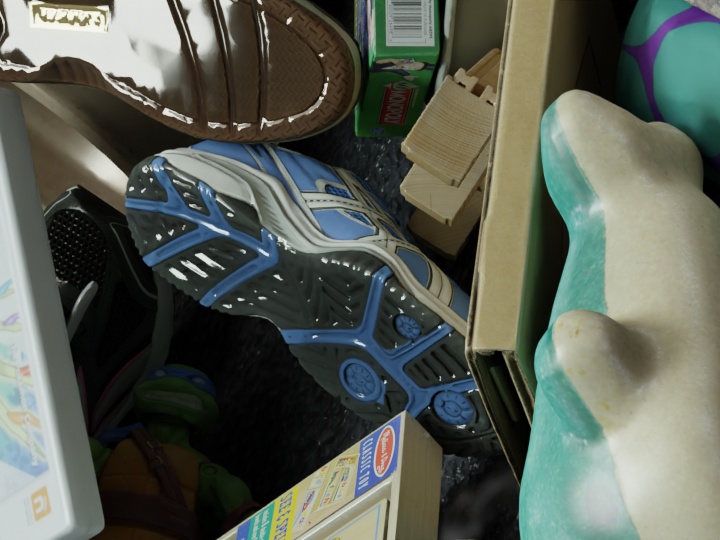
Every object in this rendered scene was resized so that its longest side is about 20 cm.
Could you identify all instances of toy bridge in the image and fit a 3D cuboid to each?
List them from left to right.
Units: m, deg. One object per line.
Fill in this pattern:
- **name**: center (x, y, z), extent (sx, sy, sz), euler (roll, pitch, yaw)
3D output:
- **toy bridge**: center (0.044, -0.051, 1.024), extent (0.067, 0.027, 0.200), euler (-57, -6, -6)

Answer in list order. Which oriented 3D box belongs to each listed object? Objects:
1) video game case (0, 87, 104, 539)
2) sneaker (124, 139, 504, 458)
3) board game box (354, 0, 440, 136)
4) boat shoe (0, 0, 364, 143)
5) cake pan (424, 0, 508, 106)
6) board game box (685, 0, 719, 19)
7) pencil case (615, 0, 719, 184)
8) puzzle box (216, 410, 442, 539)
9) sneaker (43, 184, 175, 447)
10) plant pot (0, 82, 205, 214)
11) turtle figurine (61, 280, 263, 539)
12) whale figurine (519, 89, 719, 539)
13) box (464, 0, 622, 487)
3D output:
- **video game case**: center (-0.188, 0.050, 1.118), extent (0.182, 0.022, 0.201), euler (-32, 62, 38)
- **sneaker**: center (0.000, 0.000, 1.059), extent (0.200, 0.077, 0.076), euler (36, 133, 19)
- **board game box**: center (0.014, -0.170, 1.107), extent (0.135, 0.029, 0.201), euler (101, 168, -79)
- **boat shoe**: center (-0.083, -0.104, 1.102), extent (0.202, 0.075, 0.075), euler (16, 107, 22)
- **cake pan**: center (0.047, -0.167, 1.093), extent (0.200, 0.037, 0.201), euler (-179, 90, -87)
- **board game box**: center (0.190, -0.167, 0.845), extent (0.200, 0.097, 0.159), euler (-38, 32, -6)
- **pencil case**: center (0.170, -0.055, 0.885), extent (0.092, 0.085, 0.200), euler (-29, 30, -15)
- **puzzle box**: center (-0.030, 0.145, 0.962), extent (0.133, 0.025, 0.200), euler (-35, 21, 20)
- **sneaker**: center (-0.150, 0.062, 1.232), extent (0.080, 0.086, 0.201), euler (21, 109, 22)
- **plant pot**: center (-0.111, -0.123, 1.268), extent (0.175, 0.200, 0.200), euler (-55, 30, -15)
- **turtle figurine**: center (-0.096, 0.117, 1.107), extent (0.200, 0.144, 0.195), euler (-15, 56, 56)
- **whale figurine**: center (0.095, 0.043, 0.862), extent (0.104, 0.159, 0.201), euler (-30, 65, 30)
- **box**: center (0.072, -0.028, 0.965), extent (0.021, 0.164, 0.201), euler (1, 65, 14)
